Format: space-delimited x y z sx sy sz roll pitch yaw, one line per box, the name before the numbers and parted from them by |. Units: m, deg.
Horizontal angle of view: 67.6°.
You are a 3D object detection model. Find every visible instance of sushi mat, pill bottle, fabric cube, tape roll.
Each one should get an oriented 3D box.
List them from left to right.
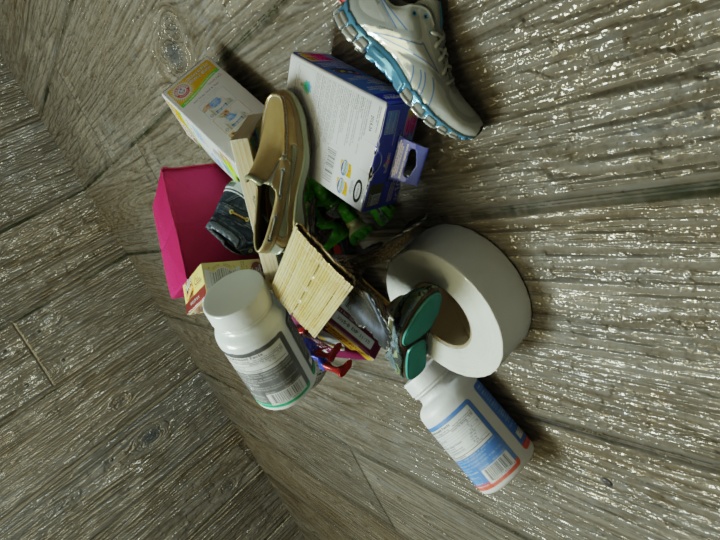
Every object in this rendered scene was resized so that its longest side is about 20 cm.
fabric cube | -0.269 -0.077 1.010 0.199 0.192 0.205 -26 78 63
pill bottle | -0.148 0.105 0.805 0.112 0.113 0.203 23 145 43
sushi mat | -0.065 0.020 0.664 0.096 0.012 0.200 46 152 4
tape roll | 0.128 0.041 0.730 0.201 0.070 0.205 37 148 28
pill bottle | 0.163 0.230 0.837 0.201 0.112 0.113 49 151 10

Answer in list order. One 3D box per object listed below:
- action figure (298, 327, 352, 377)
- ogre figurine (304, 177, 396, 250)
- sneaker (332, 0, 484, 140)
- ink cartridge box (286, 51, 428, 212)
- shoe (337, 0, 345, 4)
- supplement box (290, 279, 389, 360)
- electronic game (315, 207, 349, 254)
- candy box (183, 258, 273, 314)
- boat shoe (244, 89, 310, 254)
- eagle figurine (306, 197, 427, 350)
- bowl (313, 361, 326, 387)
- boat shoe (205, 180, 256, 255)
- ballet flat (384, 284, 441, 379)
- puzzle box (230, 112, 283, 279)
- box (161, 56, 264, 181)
action figure | -0.095 0.132 0.935 0.197 0.052 0.066 7 142 45
ogre figurine | -0.050 -0.097 0.820 0.121 0.098 0.199 57 154 -15
sneaker | 0.064 -0.223 0.549 0.200 0.075 0.087 44 120 -6
ink cartridge box | -0.008 -0.168 0.668 0.199 0.075 0.139 38 129 30
shoe | -0.059 -0.349 0.568 0.202 0.090 0.071 58 151 -7
supplement box | -0.047 0.080 0.966 0.130 0.104 0.199 40 157 -20
electronic game | -0.090 -0.065 0.972 0.199 0.041 0.203 37 147 29
candy box | -0.179 0.023 0.889 0.115 0.196 0.057 -30 70 53
boat shoe | -0.108 -0.120 0.669 0.071 0.075 0.205 10 105 45
eagle figurine | -0.004 0.002 0.693 0.196 0.151 0.155 10 124 34
bowl | -0.115 0.140 1.097 0.093 0.200 0.203 -26 100 45
boat shoe | -0.163 -0.052 0.896 0.199 0.092 0.070 39 160 -32
ballet flat | 0.061 0.075 0.726 0.074 0.074 0.202 38 146 26
puzzle box | -0.137 -0.107 0.769 0.134 0.025 0.204 -92 -6 -61
box | -0.214 -0.234 0.885 0.200 0.101 0.113 43 168 19
